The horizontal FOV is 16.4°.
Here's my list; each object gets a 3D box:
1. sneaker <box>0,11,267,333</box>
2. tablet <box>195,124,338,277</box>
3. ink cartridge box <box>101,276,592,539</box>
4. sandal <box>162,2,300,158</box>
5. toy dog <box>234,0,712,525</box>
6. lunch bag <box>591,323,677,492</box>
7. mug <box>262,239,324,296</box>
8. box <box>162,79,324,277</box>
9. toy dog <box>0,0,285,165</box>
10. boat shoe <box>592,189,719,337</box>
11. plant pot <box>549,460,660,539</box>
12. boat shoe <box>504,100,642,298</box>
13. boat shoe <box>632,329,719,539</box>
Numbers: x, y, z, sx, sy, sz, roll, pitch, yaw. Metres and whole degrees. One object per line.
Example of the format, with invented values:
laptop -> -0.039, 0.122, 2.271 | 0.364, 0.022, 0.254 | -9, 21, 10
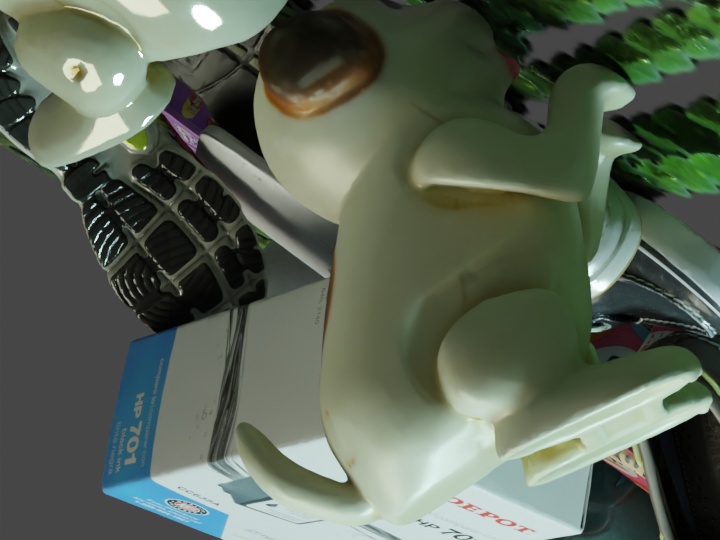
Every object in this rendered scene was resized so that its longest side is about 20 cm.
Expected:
sneaker -> -0.110, -0.053, 1.227 | 0.201, 0.077, 0.085 | 56, -170, -14
tablet -> 0.000, 0.000, 1.240 | 0.199, 0.014, 0.130 | 37, 171, 0
ink cartridge box -> -0.006, 0.076, 1.173 | 0.146, 0.087, 0.199 | 25, 155, -31
sandal -> -0.063, -0.118, 1.192 | 0.200, 0.080, 0.058 | 33, -144, -24
toy dog -> 0.029, -0.013, 0.976 | 0.201, 0.193, 0.139 | 69, -165, 13
lunch bag -> 0.191, 0.099, 1.220 | 0.199, 0.082, 0.176 | 33, 172, 26
mug -> -0.011, 0.081, 1.484 | 0.200, 0.175, 0.147 | 51, 150, -12
box -> -0.032, -0.040, 1.337 | 0.199, 0.039, 0.137 | 36, 171, 13
toy dog -> -0.127, -0.154, 0.931 | 0.200, 0.140, 0.193 | 41, 161, -26
boat shoe -> 0.097, -0.001, 1.107 | 0.200, 0.068, 0.072 | 29, 169, 47
plant pot -> 0.142, 0.211, 1.366 | 0.197, 0.199, 0.200 | 60, 167, -11
boat shoe -> 0.036, -0.050, 1.086 | 0.200, 0.071, 0.069 | 32, 173, 42
boat shoe -> 0.167, 0.123, 1.093 | 0.059, 0.071, 0.202 | -17, -91, -54
